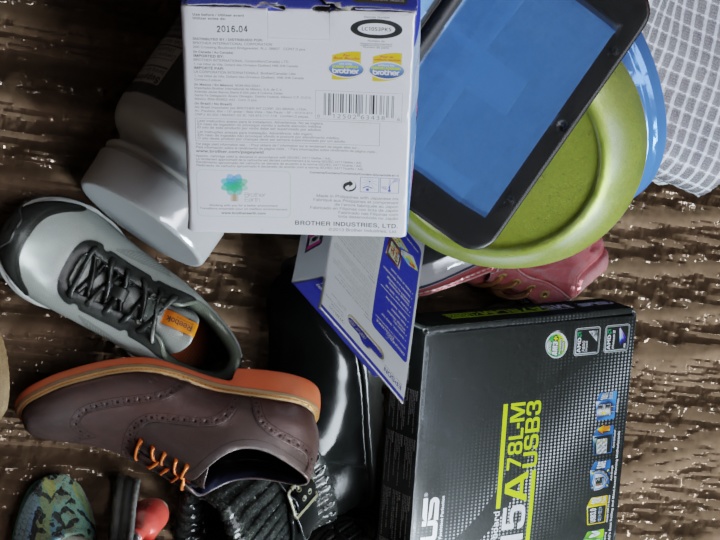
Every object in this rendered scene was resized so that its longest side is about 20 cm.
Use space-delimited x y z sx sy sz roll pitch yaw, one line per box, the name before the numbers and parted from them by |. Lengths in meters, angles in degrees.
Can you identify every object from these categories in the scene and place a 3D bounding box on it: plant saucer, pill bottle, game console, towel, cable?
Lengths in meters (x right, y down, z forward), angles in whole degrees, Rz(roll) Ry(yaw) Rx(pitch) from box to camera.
plant saucer | 0.089 -0.084 1.628 0.031 0.199 0.201 -65 145 -60
pill bottle | -0.086 -0.110 1.585 0.113 0.113 0.200 43 74 -38
game console | 0.056 -0.143 1.528 0.200 0.119 0.172 -55 144 0
towel | 0.228 -0.171 1.843 0.165 0.085 0.201 17 91 -41
cable | -0.143 0.187 1.594 0.050 0.200 0.098 -3 93 -2

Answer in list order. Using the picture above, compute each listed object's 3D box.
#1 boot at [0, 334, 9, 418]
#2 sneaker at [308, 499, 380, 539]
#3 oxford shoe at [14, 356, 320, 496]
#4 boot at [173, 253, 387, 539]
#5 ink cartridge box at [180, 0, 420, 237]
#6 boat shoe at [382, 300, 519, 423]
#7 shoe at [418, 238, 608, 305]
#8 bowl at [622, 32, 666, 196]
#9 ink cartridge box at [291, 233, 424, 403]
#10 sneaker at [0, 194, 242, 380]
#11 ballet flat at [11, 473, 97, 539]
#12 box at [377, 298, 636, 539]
boot | -0.265 0.024 1.518 0.075 0.073 0.201 -38 129 -48
sneaker | 0.037 0.194 1.804 0.200 0.076 0.091 -30 130 -25
oxford shoe | -0.124 0.104 1.589 0.199 0.073 0.071 1 148 -5
boot | -0.062 0.109 1.685 0.157 0.079 0.212 -28 118 -31
ink cartridge box | -0.033 -0.118 1.430 0.136 0.077 0.201 2 133 0
boat shoe | 0.085 0.087 1.802 0.200 0.074 0.076 -31 119 -29
shoe | 0.103 -0.006 1.794 0.200 0.071 0.091 -28 119 -30
bowl | 0.127 -0.130 1.695 0.039 0.200 0.201 -30 119 -29
ink cartridge box | 0.000 0.000 1.649 0.095 0.037 0.200 49 26 -26
sneaker | -0.151 0.014 1.590 0.200 0.079 0.074 34 81 -38
ballet flat | -0.196 0.236 1.619 0.074 0.074 0.201 -2 103 -38
box | 0.103 0.125 1.749 0.192 0.047 0.201 -4 104 -37
